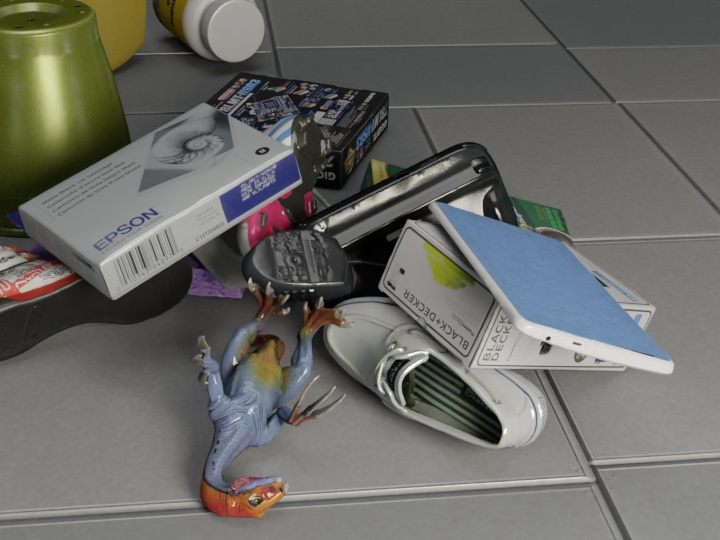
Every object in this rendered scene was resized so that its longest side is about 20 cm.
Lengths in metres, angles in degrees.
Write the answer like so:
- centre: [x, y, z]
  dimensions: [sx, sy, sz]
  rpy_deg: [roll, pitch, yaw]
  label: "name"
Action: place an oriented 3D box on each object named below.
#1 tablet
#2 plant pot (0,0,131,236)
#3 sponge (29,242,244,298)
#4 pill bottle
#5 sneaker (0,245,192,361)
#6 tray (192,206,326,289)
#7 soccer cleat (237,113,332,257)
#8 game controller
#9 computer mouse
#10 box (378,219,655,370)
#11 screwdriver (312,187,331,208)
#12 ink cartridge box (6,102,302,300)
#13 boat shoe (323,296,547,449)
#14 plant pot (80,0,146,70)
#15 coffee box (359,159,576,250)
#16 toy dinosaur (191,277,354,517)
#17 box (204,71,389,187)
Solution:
- centre: [0.130, 0.009, 0.851]
  dimensions: [0.128, 0.014, 0.200]
  rpy_deg: [16, 20, -22]
  label: "tablet"
- centre: [-0.324, -0.167, 1.201]
  dimensions: [0.197, 0.196, 0.201]
  rpy_deg: [1, 27, -1]
  label: "plant pot"
- centre: [-0.200, -0.017, 1.100]
  dimensions: [0.196, 0.030, 0.112]
  rpy_deg: [2, 28, 1]
  label: "sponge"
- centre: [-0.211, -0.361, 1.662]
  dimensions: [0.111, 0.114, 0.200]
  rpy_deg: [-13, 31, -25]
  label: "pill bottle"
- centre: [-0.252, 0.006, 1.013]
  dimensions: [0.199, 0.068, 0.108]
  rpy_deg: [-19, 36, -29]
  label: "sneaker"
- centre: [-0.063, -0.029, 1.095]
  dimensions: [0.198, 0.022, 0.107]
  rpy_deg: [-8, 37, -36]
  label: "tray"
- centre: [-0.083, -0.062, 1.065]
  dimensions: [0.085, 0.070, 0.201]
  rpy_deg: [-20, 33, 29]
  label: "soccer cleat"
- centre: [0.038, -0.027, 1.006]
  dimensions: [0.198, 0.106, 0.042]
  rpy_deg: [-26, 18, -9]
  label: "game controller"
- centre: [0.000, 0.000, 0.960]
  dimensions: [0.196, 0.034, 0.059]
  rpy_deg: [1, 53, -16]
  label: "computer mouse"
- centre: [0.125, 0.022, 0.924]
  dimensions: [0.198, 0.061, 0.117]
  rpy_deg: [6, 26, -43]
  label: "box"
- centre: [-0.010, -0.036, 1.084]
  dimensions: [0.200, 0.028, 0.029]
  rpy_deg: [46, 13, 25]
  label: "screwdriver"
- centre: [-0.183, -0.074, 1.008]
  dimensions: [0.198, 0.041, 0.199]
  rpy_deg: [-34, 40, -26]
  label: "ink cartridge box"
- centre: [0.043, 0.072, 0.884]
  dimensions: [0.198, 0.075, 0.066]
  rpy_deg: [20, 14, 31]
  label: "boat shoe"
- centre: [-0.396, -0.366, 1.590]
  dimensions: [0.198, 0.199, 0.193]
  rpy_deg: [-16, 31, -42]
  label: "plant pot"
- centre: [0.097, -0.038, 1.090]
  dimensions: [0.197, 0.045, 0.123]
  rpy_deg: [14, 27, -8]
  label: "coffee box"
- centre: [-0.069, 0.102, 0.863]
  dimensions: [0.104, 0.201, 0.184]
  rpy_deg: [21, 64, 3]
  label: "toy dinosaur"
- centre: [-0.085, -0.166, 1.369]
  dimensions: [0.195, 0.050, 0.200]
  rpy_deg: [8, 29, 14]
  label: "box"
